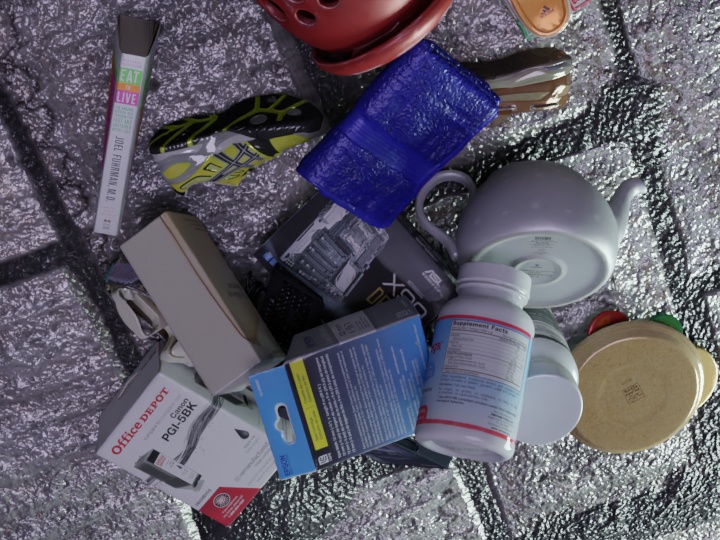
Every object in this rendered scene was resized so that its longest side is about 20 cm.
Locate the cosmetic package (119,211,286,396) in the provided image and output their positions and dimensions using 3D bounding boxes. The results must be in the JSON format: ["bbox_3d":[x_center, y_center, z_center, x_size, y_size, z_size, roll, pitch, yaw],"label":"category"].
[{"bbox_3d":[-0.176,0.037,1.522,0.073,0.103,0.201,-36,82,11],"label":"cosmetic package"}]

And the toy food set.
[{"bbox_3d":[0.339,0.142,1.705,0.198,0.049,0.200,40,107,-21],"label":"toy food set"}]

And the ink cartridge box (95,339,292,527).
[{"bbox_3d":[-0.204,0.202,1.662,0.199,0.083,0.147,32,110,-19],"label":"ink cartridge box"}]

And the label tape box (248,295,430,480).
[{"bbox_3d":[-0.018,0.131,1.498,0.199,0.066,0.144,-19,115,-7],"label":"label tape box"}]

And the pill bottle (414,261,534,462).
[{"bbox_3d":[0.128,0.098,1.459,0.108,0.109,0.201,17,72,-13],"label":"pill bottle"}]

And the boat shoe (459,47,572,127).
[{"bbox_3d":[0.142,-0.193,1.507,0.199,0.076,0.072,-10,119,1],"label":"boat shoe"}]

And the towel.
[{"bbox_3d":[0.045,-0.139,1.434,0.147,0.050,0.200,27,113,-43],"label":"towel"}]

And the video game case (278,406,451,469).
[{"bbox_3d":[-0.006,0.197,1.641,0.199,0.143,0.019,27,72,-29],"label":"video game case"}]

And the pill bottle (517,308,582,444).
[{"bbox_3d":[0.193,0.110,1.590,0.112,0.200,0.114,-2,117,-4],"label":"pill bottle"}]

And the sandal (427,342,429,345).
[{"bbox_3d":[0.049,0.100,1.652,0.087,0.079,0.201,-21,115,-37],"label":"sandal"}]

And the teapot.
[{"bbox_3d":[0.196,-0.059,1.544,0.199,0.147,0.197,28,140,-35],"label":"teapot"}]

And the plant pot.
[{"bbox_3d":[-0.013,-0.310,1.364,0.200,0.201,0.183,-32,118,10],"label":"plant pot"}]

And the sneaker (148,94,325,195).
[{"bbox_3d":[-0.133,-0.140,1.513,0.199,0.076,0.077,-10,125,11],"label":"sneaker"}]

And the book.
[{"bbox_3d":[-0.257,-0.157,1.451,0.048,0.134,0.201,9,115,-10],"label":"book"}]

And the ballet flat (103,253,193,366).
[{"bbox_3d":[-0.229,0.068,1.594,0.072,0.072,0.200,-40,109,14],"label":"ballet flat"}]

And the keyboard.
[{"bbox_3d":[-0.110,0.078,1.589,0.104,0.040,0.201,36,137,15],"label":"keyboard"}]

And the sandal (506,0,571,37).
[{"bbox_3d":[0.162,-0.324,1.384,0.079,0.059,0.207,-33,115,11],"label":"sandal"}]

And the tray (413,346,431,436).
[{"bbox_3d":[0.096,0.153,1.641,0.200,0.022,0.108,22,88,-48],"label":"tray"}]

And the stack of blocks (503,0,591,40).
[{"bbox_3d":[0.151,-0.348,1.438,0.115,0.059,0.200,-31,115,10],"label":"stack of blocks"}]

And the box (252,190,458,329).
[{"bbox_3d":[0.000,0.000,1.560,0.158,0.050,0.200,-42,88,15],"label":"box"}]
